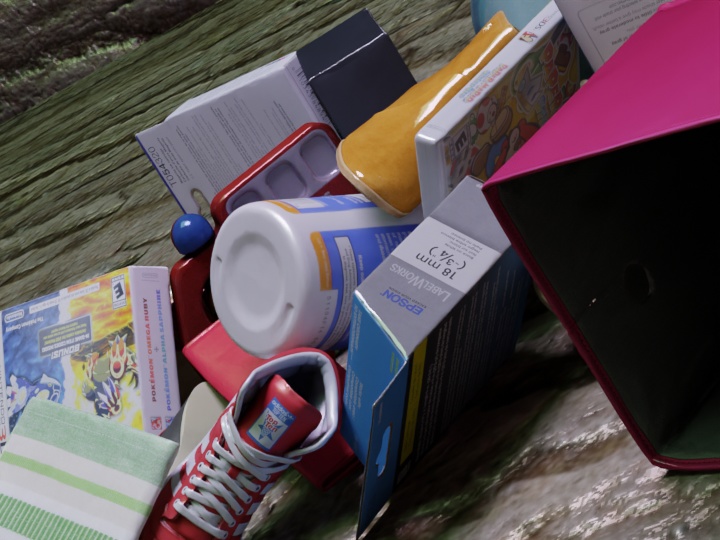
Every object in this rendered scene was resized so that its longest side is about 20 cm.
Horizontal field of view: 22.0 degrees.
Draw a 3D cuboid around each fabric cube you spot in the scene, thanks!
[{"bbox_3d":[0.228,-0.036,0.990,0.196,0.200,0.199,-15,23,49],"label":"fabric cube"}]

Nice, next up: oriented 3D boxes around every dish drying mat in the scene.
[{"bbox_3d":[-0.052,0.085,1.339,0.077,0.018,0.200,-40,42,-10],"label":"dish drying mat"}]

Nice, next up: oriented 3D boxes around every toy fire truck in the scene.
[{"bbox_3d":[-0.065,0.000,1.470,0.200,0.168,0.112,-38,17,-11],"label":"toy fire truck"}]

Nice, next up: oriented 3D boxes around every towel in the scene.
[{"bbox_3d":[-0.214,0.191,1.250,0.152,0.023,0.200,14,74,39],"label":"towel"}]

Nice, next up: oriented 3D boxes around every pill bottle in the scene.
[{"bbox_3d":[0.000,0.000,1.351,0.200,0.112,0.112,-5,-6,-41],"label":"pill bottle"}]

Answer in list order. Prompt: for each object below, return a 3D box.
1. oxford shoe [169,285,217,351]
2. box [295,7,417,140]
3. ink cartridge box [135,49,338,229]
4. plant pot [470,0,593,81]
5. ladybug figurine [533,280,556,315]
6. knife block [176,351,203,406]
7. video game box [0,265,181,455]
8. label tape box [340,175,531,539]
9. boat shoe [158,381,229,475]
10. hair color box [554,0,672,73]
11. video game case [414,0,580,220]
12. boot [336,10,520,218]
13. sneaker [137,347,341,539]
[{"bbox_3d":[-0.174,0.030,1.556,0.200,0.071,0.074,-21,50,11],"label":"oxford shoe"},{"bbox_3d":[0.033,-0.104,1.522,0.079,0.200,0.141,-32,16,1],"label":"box"},{"bbox_3d":[-0.078,-0.079,1.666,0.200,0.196,0.043,-17,22,41],"label":"ink cartridge box"},{"bbox_3d":[0.191,-0.181,1.491,0.200,0.200,0.196,-29,25,16],"label":"plant pot"},{"bbox_3d":[0.185,-0.016,1.224,0.136,0.072,0.200,-22,20,35],"label":"ladybug figurine"},{"bbox_3d":[-0.116,0.050,1.609,0.175,0.064,0.200,-18,23,44],"label":"knife block"},{"bbox_3d":[-0.221,0.105,1.477,0.047,0.182,0.200,1,-14,-45],"label":"video game box"},{"bbox_3d":[0.034,0.054,1.193,0.063,0.144,0.200,29,51,20],"label":"label tape box"},{"bbox_3d":[-0.126,0.164,1.326,0.063,0.074,0.201,-57,9,35],"label":"boat shoe"},{"bbox_3d":[0.222,-0.149,1.298,0.100,0.200,0.061,-20,21,32],"label":"hair color box"},{"bbox_3d":[0.106,-0.066,1.329,0.023,0.200,0.182,21,49,30],"label":"video game case"},{"bbox_3d":[0.061,-0.119,1.322,0.144,0.071,0.201,-46,2,19],"label":"boot"},{"bbox_3d":[-0.081,0.133,1.215,0.200,0.071,0.112,-58,6,-20],"label":"sneaker"}]
